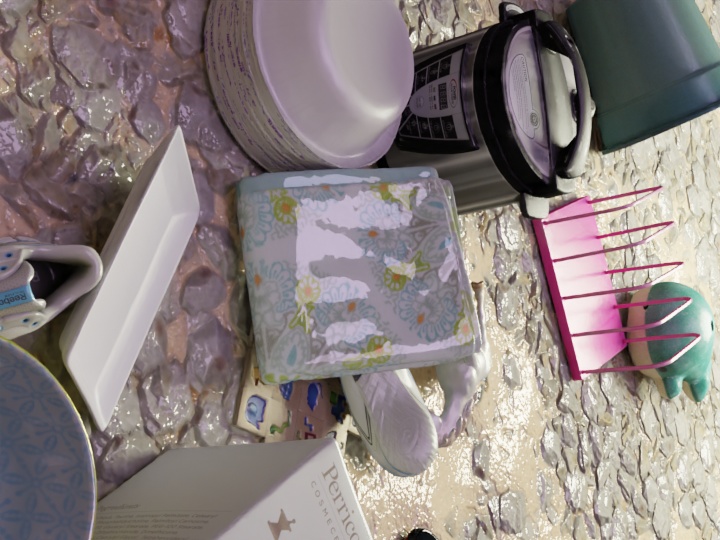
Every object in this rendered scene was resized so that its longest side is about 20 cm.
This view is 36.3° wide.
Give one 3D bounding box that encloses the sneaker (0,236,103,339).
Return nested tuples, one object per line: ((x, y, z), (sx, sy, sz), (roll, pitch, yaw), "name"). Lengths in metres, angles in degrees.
((-0.239, 0.019, 0.654), (0.200, 0.086, 0.075), (-32, 108, -48), "sneaker")

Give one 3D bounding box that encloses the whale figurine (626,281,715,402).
((0.434, 0.098, 1.465), (0.200, 0.103, 0.160), (44, 49, -36), "whale figurine")

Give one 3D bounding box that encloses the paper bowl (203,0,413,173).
((-0.031, -0.183, 0.949), (0.200, 0.104, 0.202), (16, 69, -47), "paper bowl")

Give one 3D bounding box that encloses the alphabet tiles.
((-0.040, 0.094, 0.950), (0.167, 0.008, 0.201), (32, 59, -44), "alphabet tiles")

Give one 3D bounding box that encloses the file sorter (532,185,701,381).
((0.314, 0.011, 1.317), (0.139, 0.125, 0.201), (-23, 100, -51), "file sorter")

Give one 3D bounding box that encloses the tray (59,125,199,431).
((-0.163, 0.003, 0.775), (0.108, 0.022, 0.201), (86, 19, -57), "tray")

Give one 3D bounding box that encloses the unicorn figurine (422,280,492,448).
((0.091, 0.088, 1.057), (0.200, 0.074, 0.138), (-18, 107, -57), "unicorn figurine")

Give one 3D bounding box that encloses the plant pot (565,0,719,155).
((0.369, -0.278, 1.416), (0.200, 0.200, 0.197), (-27, 95, -51), "plant pot")

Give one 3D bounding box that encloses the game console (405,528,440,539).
((0.118, 0.352, 0.997), (0.200, 0.118, 0.173), (48, 48, -34), "game console")

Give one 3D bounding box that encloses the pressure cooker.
((0.130, -0.150, 1.064), (0.176, 0.199, 0.179), (56, 44, -28), "pressure cooker")

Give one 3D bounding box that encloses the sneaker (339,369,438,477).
((0.008, 0.086, 0.966), (0.072, 0.072, 0.201), (-17, 83, -24), "sneaker")

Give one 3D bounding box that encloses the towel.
((0.000, 0.000, 0.923), (0.199, 0.048, 0.172), (-5, 75, -24), "towel")

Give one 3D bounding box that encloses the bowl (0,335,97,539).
((-0.253, 0.125, 0.584), (0.200, 0.107, 0.201), (3, 86, -46), "bowl")

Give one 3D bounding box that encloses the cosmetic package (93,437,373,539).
((-0.104, 0.229, 0.709), (0.200, 0.166, 0.168), (-35, 109, -50), "cosmetic package")
